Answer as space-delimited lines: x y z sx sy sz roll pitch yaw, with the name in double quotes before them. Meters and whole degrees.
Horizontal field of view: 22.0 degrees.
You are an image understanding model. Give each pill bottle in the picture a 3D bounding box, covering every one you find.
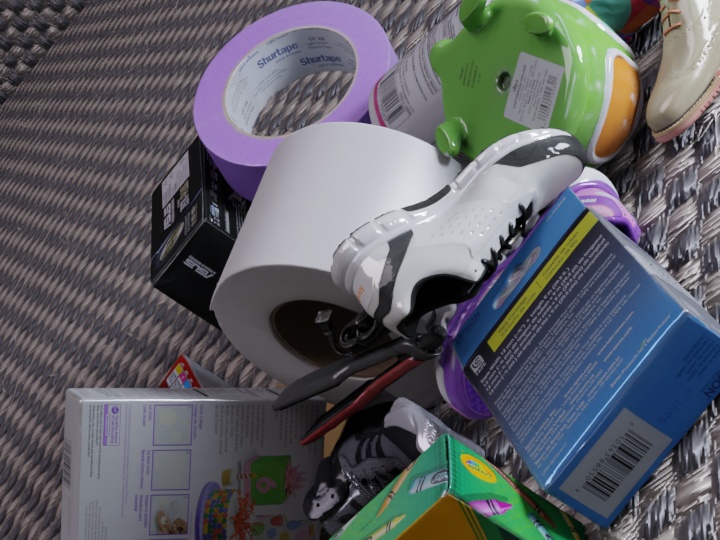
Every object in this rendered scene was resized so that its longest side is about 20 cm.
"pill bottle" 0.108 -0.172 1.584 0.200 0.113 0.114 -39 27 38

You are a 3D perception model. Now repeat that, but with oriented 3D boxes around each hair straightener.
"hair straightener" -0.008 0.062 1.354 0.041 0.077 0.200 -45 6 -40

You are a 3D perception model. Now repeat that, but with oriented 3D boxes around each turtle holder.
"turtle holder" 0.131 -0.133 1.417 0.185 0.131 0.143 -17 73 49

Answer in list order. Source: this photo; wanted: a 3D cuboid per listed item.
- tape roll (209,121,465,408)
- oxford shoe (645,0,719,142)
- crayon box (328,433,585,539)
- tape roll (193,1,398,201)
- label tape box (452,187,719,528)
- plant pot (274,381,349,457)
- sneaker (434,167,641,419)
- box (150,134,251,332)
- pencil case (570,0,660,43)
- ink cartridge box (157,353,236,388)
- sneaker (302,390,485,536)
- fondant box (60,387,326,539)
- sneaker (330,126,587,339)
"tape roll" 0.000 0.000 1.452 0.202 0.202 0.140 -27 34 52
"oxford shoe" 0.239 -0.186 1.367 0.071 0.074 0.201 -24 38 54
"crayon box" 0.036 0.207 1.183 0.200 0.118 0.058 -45 23 27
"tape roll" -0.055 -0.158 1.745 0.198 0.066 0.202 -13 49 16
"label tape box" 0.148 0.052 1.212 0.144 0.066 0.200 -53 26 11
"plant pot" -0.053 0.151 1.594 0.200 0.027 0.201 -47 22 25
"sneaker" 0.130 0.021 1.314 0.201 0.080 0.088 -55 28 1
"box" -0.113 -0.019 1.784 0.086 0.163 0.200 -49 23 18
"pencil case" 0.240 -0.264 1.465 0.200 0.088 0.089 -43 24 27
"ink cartridge box" -0.154 0.192 1.603 0.176 0.084 0.200 -56 21 4
"sneaker" 0.021 0.155 1.362 0.114 0.075 0.200 -59 15 -5
"fondant box" -0.130 0.167 1.437 0.058 0.198 0.146 -168 80 -69
"sneaker" 0.080 -0.023 1.281 0.199 0.074 0.080 -34 56 -9
